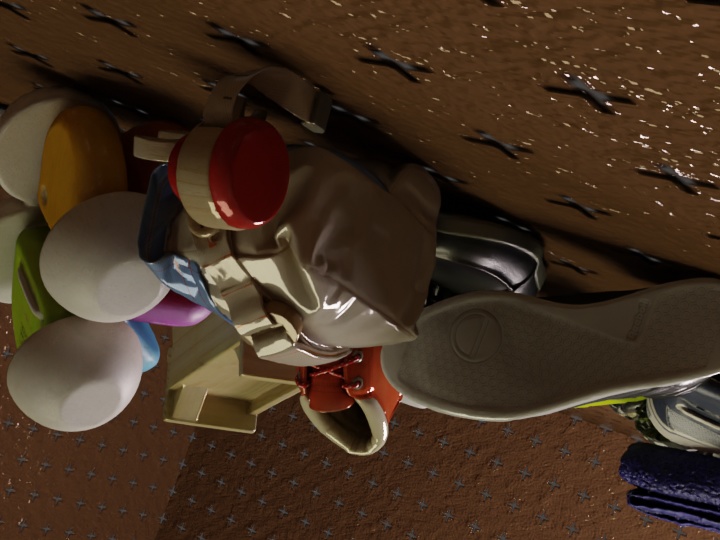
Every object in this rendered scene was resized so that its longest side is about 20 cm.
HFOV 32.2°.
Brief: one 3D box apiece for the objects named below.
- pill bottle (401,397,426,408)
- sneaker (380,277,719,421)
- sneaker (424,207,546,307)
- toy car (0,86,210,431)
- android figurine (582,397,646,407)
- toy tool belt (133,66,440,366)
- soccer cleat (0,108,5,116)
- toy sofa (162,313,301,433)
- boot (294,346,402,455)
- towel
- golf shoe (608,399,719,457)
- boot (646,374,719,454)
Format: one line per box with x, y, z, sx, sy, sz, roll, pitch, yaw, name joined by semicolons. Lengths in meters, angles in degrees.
0.028;0.048;1.051;0.199;0.114;0.113;20;175;2;pill bottle
0.116;0.048;0.693;0.199;0.071;0.099;-8;167;15;sneaker
0.062;0.028;0.746;0.074;0.107;0.200;18;174;23;sneaker
-0.155;-0.009;0.791;0.149;0.201;0.175;0;-141;-35;toy car
0.155;0.075;0.916;0.181;0.041;0.200;-6;169;8;android figurine
-0.054;-0.022;0.603;0.122;0.126;0.200;7;168;32;toy tool belt
-0.265;-0.088;1.034;0.199;0.069;0.085;25;178;-7;soccer cleat
-0.083;0.058;0.956;0.082;0.098;0.200;11;159;-23;toy sofa
-0.012;0.025;0.751;0.075;0.108;0.201;1;138;25;boot
0.283;0.167;0.822;0.199;0.050;0.147;9;165;44;towel
0.265;0.119;0.992;0.094;0.078;0.200;43;-176;-2;golf shoe
0.285;0.090;0.781;0.199;0.073;0.090;9;155;4;boot
